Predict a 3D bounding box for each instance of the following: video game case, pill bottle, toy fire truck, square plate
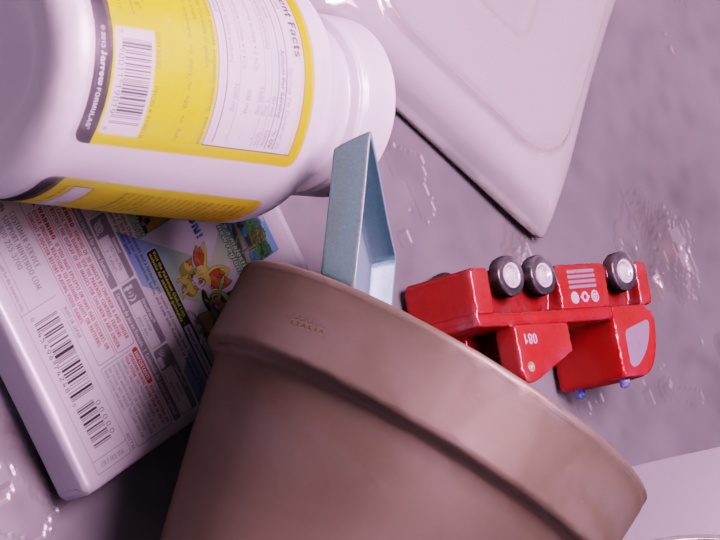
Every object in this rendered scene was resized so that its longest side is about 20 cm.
[{"bbox_3d":[-0.111,-0.028,1.299,0.182,0.022,0.200,-35,103,-46],"label":"video game case"},{"bbox_3d":[-0.082,-0.078,1.247,0.200,0.112,0.112,6,74,-46],"label":"pill bottle"},{"bbox_3d":[0.078,0.066,1.450,0.200,0.049,0.141,-2,80,-48],"label":"toy fire truck"},{"bbox_3d":[0.062,-0.151,1.515,0.200,0.028,0.198,41,52,-31],"label":"square plate"}]

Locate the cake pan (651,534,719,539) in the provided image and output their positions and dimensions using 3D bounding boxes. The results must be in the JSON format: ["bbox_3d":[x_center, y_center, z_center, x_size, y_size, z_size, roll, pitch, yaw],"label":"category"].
[{"bbox_3d":[0.152,0.223,1.395,0.200,0.037,0.201,-5,109,-13],"label":"cake pan"}]

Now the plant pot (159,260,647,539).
[{"bbox_3d":[-0.006,0.119,1.250,0.200,0.200,0.174,38,76,-32],"label":"plant pot"}]

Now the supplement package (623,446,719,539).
[{"bbox_3d":[0.208,0.196,1.502,0.200,0.109,0.114,50,47,-24],"label":"supplement package"}]

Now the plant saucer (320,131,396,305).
[{"bbox_3d":[0.000,0.000,1.312,0.200,0.019,0.070,79,16,-75],"label":"plant saucer"}]
